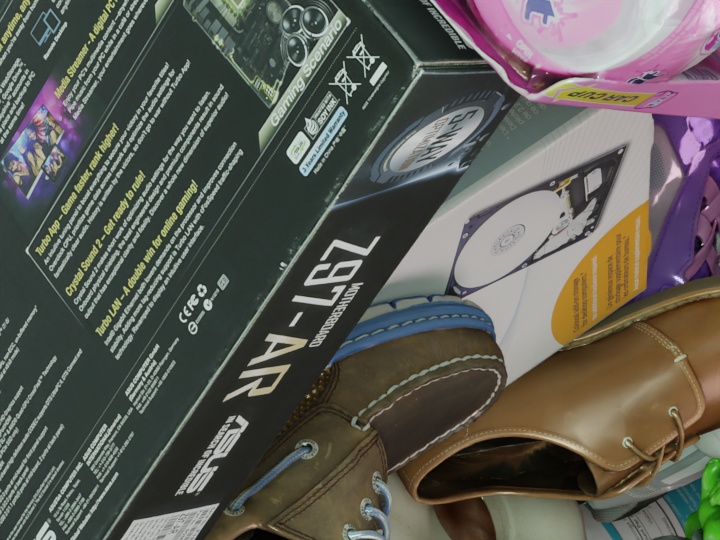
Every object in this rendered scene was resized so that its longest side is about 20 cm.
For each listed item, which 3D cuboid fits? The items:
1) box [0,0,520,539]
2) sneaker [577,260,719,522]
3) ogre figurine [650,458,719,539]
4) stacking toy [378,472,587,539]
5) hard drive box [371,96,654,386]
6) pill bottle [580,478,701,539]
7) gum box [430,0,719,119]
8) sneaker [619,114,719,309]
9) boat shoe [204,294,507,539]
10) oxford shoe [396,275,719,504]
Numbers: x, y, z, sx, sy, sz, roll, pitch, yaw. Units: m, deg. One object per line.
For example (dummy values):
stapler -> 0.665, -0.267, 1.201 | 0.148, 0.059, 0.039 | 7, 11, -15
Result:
box -> -0.066, -0.030, 0.645 | 0.044, 0.160, 0.200 | -6, 139, -48
sneaker -> 0.129, 0.049, 1.132 | 0.115, 0.075, 0.200 | -34, -175, 22
ogre figurine -> 0.130, 0.134, 0.990 | 0.120, 0.098, 0.200 | -59, -173, -1
stacking toy -> -0.016, 0.137, 1.073 | 0.200, 0.146, 0.146 | -36, 160, 32
hard drive box -> 0.000, 0.000, 0.890 | 0.200, 0.077, 0.156 | -34, 154, -11
pill bottle -> 0.121, 0.145, 1.263 | 0.200, 0.111, 0.111 | -17, 148, -38
gum box -> 0.032, -0.117, 0.584 | 0.113, 0.200, 0.066 | -3, 137, -54
sneaker -> 0.117, -0.015, 1.014 | 0.080, 0.088, 0.200 | -6, 139, -48
boat shoe -> -0.027, 0.076, 0.802 | 0.200, 0.072, 0.072 | -27, 152, -24
oxford shoe -> 0.108, 0.053, 0.968 | 0.200, 0.071, 0.071 | -12, 135, 4
